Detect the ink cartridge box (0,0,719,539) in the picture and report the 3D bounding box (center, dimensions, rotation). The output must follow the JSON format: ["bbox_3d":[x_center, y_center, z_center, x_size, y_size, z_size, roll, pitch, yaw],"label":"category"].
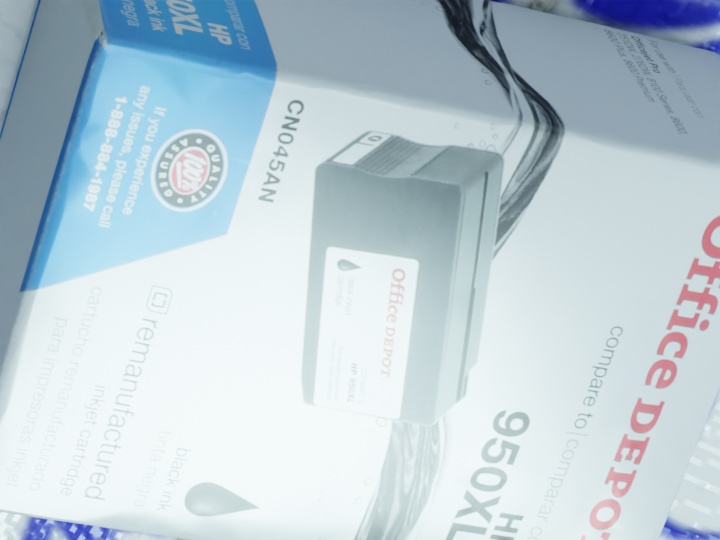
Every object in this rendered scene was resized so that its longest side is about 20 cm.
[{"bbox_3d":[0.000,0.000,0.820,0.199,0.084,0.145,10,117,-19],"label":"ink cartridge box"}]
